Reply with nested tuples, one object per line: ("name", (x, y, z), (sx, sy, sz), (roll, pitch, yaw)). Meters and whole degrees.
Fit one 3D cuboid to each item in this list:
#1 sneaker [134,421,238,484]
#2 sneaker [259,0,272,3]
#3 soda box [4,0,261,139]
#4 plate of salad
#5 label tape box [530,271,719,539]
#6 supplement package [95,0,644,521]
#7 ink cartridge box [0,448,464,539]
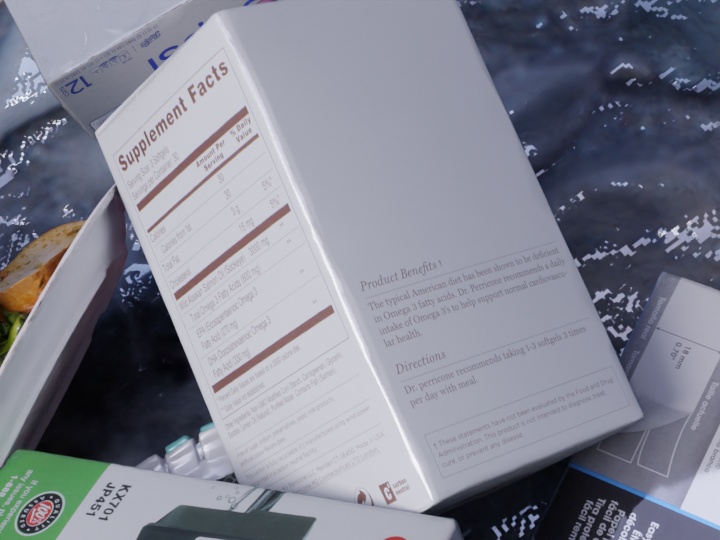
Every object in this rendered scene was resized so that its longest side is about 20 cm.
("sneaker", (-0.103, 0.143, 0.830), (0.200, 0.078, 0.091), (-30, 66, 3))
("sneaker", (-0.023, -0.032, 0.887), (0.095, 0.079, 0.200), (3, 66, -7))
("soda box", (-0.072, -0.152, 0.956), (0.200, 0.063, 0.068), (-31, 63, 1))
("plate of salad", (-0.153, 0.044, 0.822), (0.048, 0.200, 0.200), (27, 75, -3))
("label tape box", (0.185, 0.103, 0.768), (0.200, 0.063, 0.144), (22, 75, 24))
("supplement package", (0.000, 0.000, 0.764), (0.117, 0.117, 0.200), (-16, 78, -37))
("ink cartridge box", (-0.067, 0.153, 0.693), (0.200, 0.083, 0.147), (5, 44, 28))
